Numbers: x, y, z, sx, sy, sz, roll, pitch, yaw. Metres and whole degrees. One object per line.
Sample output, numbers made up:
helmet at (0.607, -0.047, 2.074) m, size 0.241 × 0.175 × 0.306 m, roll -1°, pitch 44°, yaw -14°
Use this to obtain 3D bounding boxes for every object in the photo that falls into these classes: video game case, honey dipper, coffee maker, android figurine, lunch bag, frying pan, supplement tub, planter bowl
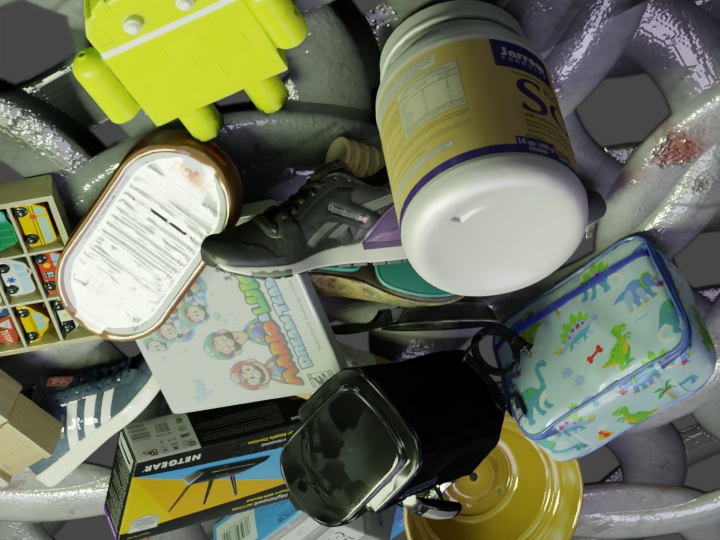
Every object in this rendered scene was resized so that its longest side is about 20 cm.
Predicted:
video game case at (-0.124, 0.037, 1.534) m, size 0.180 × 0.024 × 0.201 m, roll -10°, pitch 124°, yaw 20°
honey dipper at (0.060, -0.076, 1.512) m, size 0.199 × 0.038 × 0.038 m, roll 15°, pitch 135°, yaw -33°
coffee maker at (0.039, 0.132, 1.551) m, size 0.200 × 0.134 × 0.193 m, roll -5°, pitch 119°, yaw -64°
android figurine at (-0.137, -0.181, 1.336) m, size 0.181 × 0.041 × 0.200 m, roll -20°, pitch 141°, yaw 12°
lunch bag at (0.226, 0.073, 1.626) m, size 0.199 × 0.162 × 0.082 m, roll -33°, pitch 134°, yaw 21°
frying pan at (0.040, 0.047, 1.620) m, size 0.188 × 0.031 × 0.115 m, roll -1°, pitch 174°, yaw -12°
supplement tub at (0.090, -0.099, 1.346) m, size 0.144 × 0.201 × 0.146 m, roll -6°, pitch 141°, yaw -5°
planter bowl at (0.131, 0.232, 1.825) m, size 0.198 × 0.083 × 0.202 m, roll -4°, pitch 105°, yaw -14°

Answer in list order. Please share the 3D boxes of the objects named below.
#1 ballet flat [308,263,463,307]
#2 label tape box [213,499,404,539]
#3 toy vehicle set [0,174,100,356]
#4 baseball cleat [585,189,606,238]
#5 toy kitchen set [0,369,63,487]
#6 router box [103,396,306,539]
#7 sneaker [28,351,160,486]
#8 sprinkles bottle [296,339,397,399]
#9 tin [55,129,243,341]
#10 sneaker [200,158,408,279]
ballet flat at (0.000, 0.000, 1.566) m, size 0.198 × 0.071 × 0.071 m, roll 9°, pitch 137°, yaw -20°
label tape box at (-0.044, 0.304, 1.912) m, size 0.199 × 0.066 × 0.143 m, roll 28°, pitch 127°, yaw -35°
toy vehicle set at (-0.309, 0.001, 1.520) m, size 0.123 × 0.027 × 0.201 m, roll -11°, pitch 140°, yaw 0°
baseball cleat at (0.140, -0.074, 1.502) m, size 0.199 × 0.069 × 0.108 m, roll -12°, pitch 104°, yaw -38°
toy kitchen set at (-0.416, 0.176, 1.557) m, size 0.163 × 0.181 × 0.200 m, roll -30°, pitch 121°, yaw 35°
router box at (-0.152, 0.196, 1.731) m, size 0.198 × 0.051 × 0.150 m, roll -12°, pitch 144°, yaw -26°
sneaker at (-0.262, 0.120, 1.645) m, size 0.200 × 0.075 × 0.085 m, roll -42°, pitch 101°, yaw 14°
sprinkles bottle at (-0.042, 0.094, 1.661) m, size 0.199 × 0.069 × 0.068 m, roll 22°, pitch 131°, yaw -34°
tin at (-0.180, -0.026, 1.452) m, size 0.112 × 0.042 × 0.200 m, roll 33°, pitch 111°, yaw -11°
sneaker at (-0.041, -0.049, 1.426) m, size 0.198 × 0.076 × 0.088 m, roll -8°, pitch 109°, yaw -26°
